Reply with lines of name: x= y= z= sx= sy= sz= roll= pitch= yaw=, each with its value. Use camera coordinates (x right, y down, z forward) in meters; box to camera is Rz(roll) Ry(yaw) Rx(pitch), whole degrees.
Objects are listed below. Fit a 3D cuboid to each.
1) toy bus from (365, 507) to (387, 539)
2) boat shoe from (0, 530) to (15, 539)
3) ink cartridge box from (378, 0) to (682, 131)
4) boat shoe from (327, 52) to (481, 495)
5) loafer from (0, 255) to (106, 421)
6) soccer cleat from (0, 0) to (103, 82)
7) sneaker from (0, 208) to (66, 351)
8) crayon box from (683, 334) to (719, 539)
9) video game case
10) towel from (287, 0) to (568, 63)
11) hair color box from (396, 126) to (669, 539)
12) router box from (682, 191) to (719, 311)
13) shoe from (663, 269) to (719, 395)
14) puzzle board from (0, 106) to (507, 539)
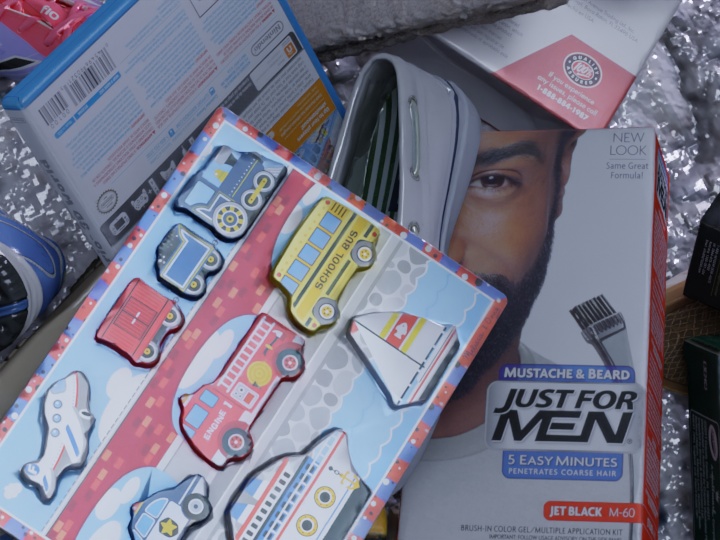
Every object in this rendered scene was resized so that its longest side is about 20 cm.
toy bus: x=-0.023 y=0.205 z=0.894 sx=0.078 sy=0.065 sz=0.201 roll=1 pitch=77 yaw=-7
boat shoe: x=-0.111 y=0.137 z=0.841 sx=0.072 sy=0.073 sz=0.200 roll=11 pitch=32 yaw=30
ink cartridge box: x=0.111 y=-0.166 z=1.003 sx=0.116 sy=0.068 sz=0.200 roll=33 pitch=75 yaw=-1
boat shoe: x=0.000 y=0.000 z=0.896 sx=0.067 sy=0.073 sz=0.201 roll=30 pitch=62 yaw=-46
loafer: x=-0.105 y=0.028 z=0.921 sx=0.068 sy=0.076 sz=0.200 roll=44 pitch=71 yaw=-8
soccer cleat: x=-0.145 y=-0.111 z=0.943 sx=0.199 sy=0.076 sz=0.067 roll=25 pitch=74 yaw=-3
sneaker: x=-0.226 y=-0.019 z=0.918 sx=0.199 sy=0.077 sz=0.076 roll=27 pitch=111 yaw=13
crayon box: x=0.258 y=0.088 z=0.955 sx=0.199 sy=0.052 sz=0.126 roll=-5 pitch=98 yaw=-11
video game case: x=-0.059 y=-0.039 z=0.892 sx=0.143 sy=0.018 sz=0.200 roll=-49 pitch=125 yaw=-30
towel: x=0.010 y=-0.168 z=0.942 sx=0.034 sy=0.199 sz=0.133 roll=19 pitch=66 yaw=-51
hair color box: x=0.082 y=0.038 z=0.925 sx=0.110 sy=0.064 sz=0.201 roll=-1 pitch=68 yaw=14
router box: x=0.266 y=-0.033 z=0.945 sx=0.157 sy=0.052 sz=0.200 roll=25 pitch=51 yaw=18
shoe: x=0.221 y=0.015 z=0.991 sx=0.199 sy=0.053 sz=0.070 roll=-11 pitch=113 yaw=-8
puzzle board: x=-0.049 y=0.050 z=0.828 sx=0.150 sy=0.017 sz=0.200 roll=33 pitch=73 yaw=0
